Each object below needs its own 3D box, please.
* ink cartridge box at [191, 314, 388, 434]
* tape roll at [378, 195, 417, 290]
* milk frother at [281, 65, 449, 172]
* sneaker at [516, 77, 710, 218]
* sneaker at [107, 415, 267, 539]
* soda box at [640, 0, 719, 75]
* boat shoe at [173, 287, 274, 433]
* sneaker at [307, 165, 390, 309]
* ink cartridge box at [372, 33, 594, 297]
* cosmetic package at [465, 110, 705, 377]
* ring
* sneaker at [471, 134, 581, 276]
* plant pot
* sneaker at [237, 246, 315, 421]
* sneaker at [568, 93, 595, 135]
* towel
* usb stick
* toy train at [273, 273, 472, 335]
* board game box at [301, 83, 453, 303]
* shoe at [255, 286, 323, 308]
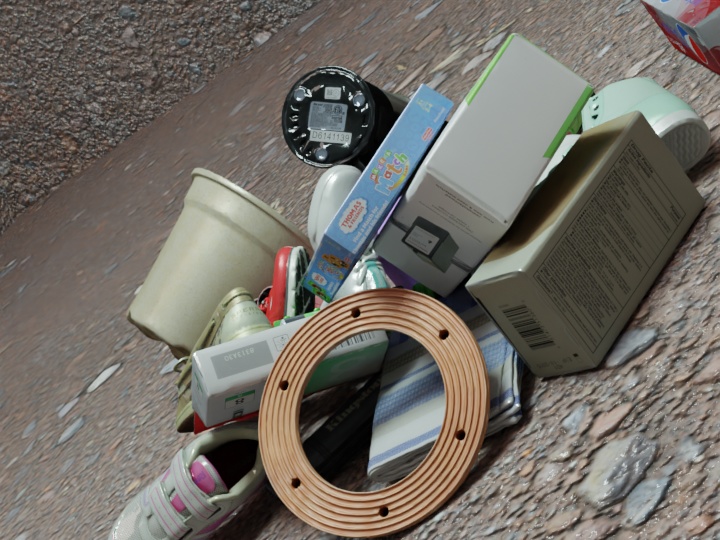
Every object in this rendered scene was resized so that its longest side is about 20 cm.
[{"bbox_3d":[-0.067,0.104,1.364,0.160,0.050,0.200,-17,-24,-14],"label":"ink cartridge box"},{"bbox_3d":[0.105,-0.057,1.552,0.200,0.066,0.200,-37,17,13],"label":"tape roll"},{"bbox_3d":[0.006,-0.117,1.826,0.188,0.180,0.201,10,-75,-66],"label":"milk frother"},{"bbox_3d":[0.200,-0.092,1.371,0.200,0.074,0.118,-32,34,6],"label":"sneaker"},{"bbox_3d":[-0.146,0.194,1.364,0.200,0.081,0.088,-43,-15,-9],"label":"sneaker"},{"bbox_3d":[0.339,-0.245,1.518,0.063,0.070,0.200,-38,17,8],"label":"soda box"},{"bbox_3d":[-0.125,0.088,1.418,0.073,0.063,0.200,-10,-26,-33],"label":"boat shoe"},{"bbox_3d":[0.000,0.000,1.479,0.075,0.201,0.088,-3,4,-29],"label":"sneaker"},{"bbox_3d":[0.096,-0.081,1.282,0.146,0.084,0.200,-57,0,-20],"label":"ink cartridge box"},{"bbox_3d":[0.181,-0.022,1.228,0.071,0.105,0.200,-17,26,53],"label":"cosmetic package"},{"bbox_3d":[0.010,0.110,1.213,0.200,0.019,0.201,-11,65,25],"label":"ring"},{"bbox_3d":[0.166,-0.054,1.410,0.080,0.077,0.200,6,50,40],"label":"sneaker"},{"bbox_3d":[-0.161,0.017,1.760,0.184,0.200,0.200,-55,19,-9],"label":"plant pot"},{"bbox_3d":[-0.096,0.065,1.475,0.077,0.085,0.201,-61,-13,-63],"label":"sneaker"},{"bbox_3d":[0.176,-0.147,1.646,0.084,0.077,0.200,-29,10,-37],"label":"sneaker"},{"bbox_3d":[0.075,0.081,1.277,0.147,0.024,0.200,-29,27,25],"label":"towel"},{"bbox_3d":[-0.002,0.130,1.353,0.200,0.033,0.055,-43,16,-10],"label":"usb stick"},{"bbox_3d":[0.016,0.037,1.396,0.199,0.042,0.056,-15,-12,-9],"label":"toy train"},{"bbox_3d":[0.011,-0.060,1.320,0.152,0.037,0.200,-57,1,-14],"label":"board game box"},{"bbox_3d":[-0.064,0.043,1.610,0.071,0.091,0.200,-32,18,23],"label":"shoe"}]
